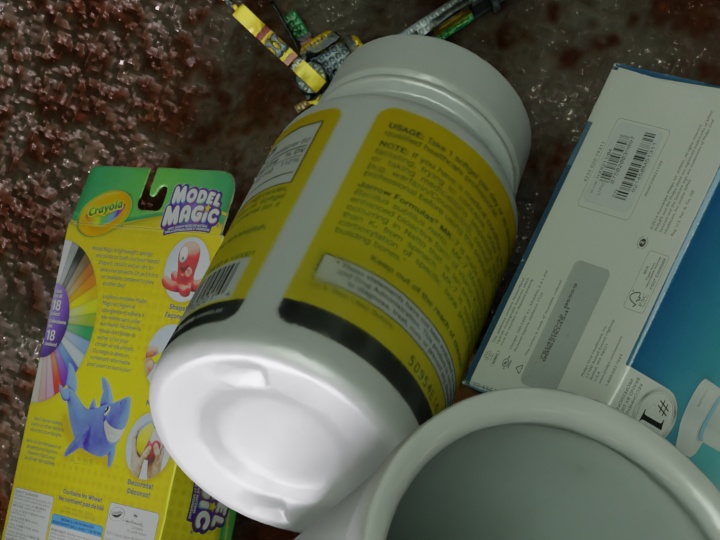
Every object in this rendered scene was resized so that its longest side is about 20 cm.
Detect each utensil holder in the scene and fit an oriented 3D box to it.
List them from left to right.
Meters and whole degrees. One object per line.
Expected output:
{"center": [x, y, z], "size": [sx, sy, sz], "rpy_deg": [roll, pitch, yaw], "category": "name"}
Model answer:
{"center": [0.028, 0.159, 0.744], "size": [0.169, 0.200, 0.171], "rpy_deg": [14, 58, -24], "category": "utensil holder"}

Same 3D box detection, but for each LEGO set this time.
{"center": [-0.011, -0.174, 0.944], "size": [0.153, 0.116, 0.201], "rpy_deg": [-23, 80, 4], "category": "LEGO set"}

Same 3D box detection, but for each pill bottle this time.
{"center": [0.000, 0.000, 0.858], "size": [0.113, 0.115, 0.201], "rpy_deg": [18, 49, 9], "category": "pill bottle"}

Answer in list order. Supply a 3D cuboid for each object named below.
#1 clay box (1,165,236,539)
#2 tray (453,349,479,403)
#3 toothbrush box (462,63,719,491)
{"center": [-0.097, 0.056, 0.934], "size": [0.114, 0.047, 0.202], "rpy_deg": [6, 81, 46], "category": "clay box"}
{"center": [0.031, 0.081, 0.942], "size": [0.199, 0.037, 0.099], "rpy_deg": [37, 95, 11], "category": "tray"}
{"center": [0.161, 0.027, 0.853], "size": [0.085, 0.199, 0.147], "rpy_deg": [21, 85, 53], "category": "toothbrush box"}
